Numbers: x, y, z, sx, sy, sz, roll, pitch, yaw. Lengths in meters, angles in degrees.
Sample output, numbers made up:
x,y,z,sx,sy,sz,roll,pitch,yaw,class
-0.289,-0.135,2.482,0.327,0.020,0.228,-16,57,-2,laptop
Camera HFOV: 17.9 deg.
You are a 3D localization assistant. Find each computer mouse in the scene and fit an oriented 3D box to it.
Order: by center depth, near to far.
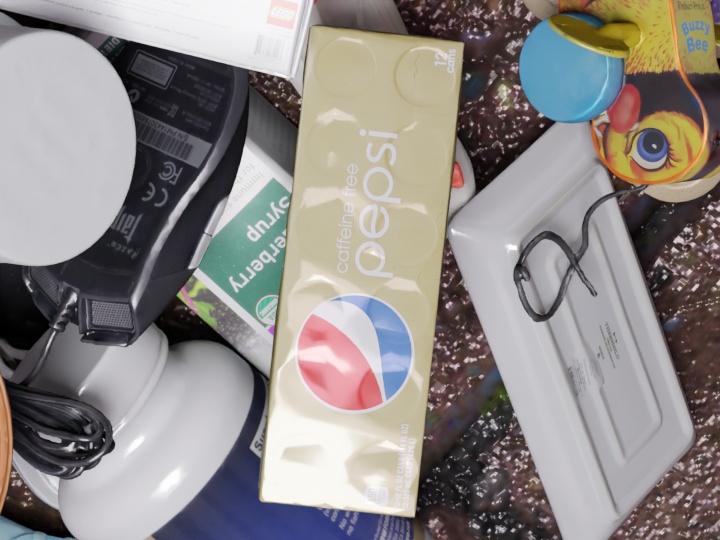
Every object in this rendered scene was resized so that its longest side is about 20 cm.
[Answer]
x,y,z,sx,sy,sz,roll,pitch,yaw,class
-0.125,-0.018,0.988,0.140,0.046,0.200,19,84,28,computer mouse

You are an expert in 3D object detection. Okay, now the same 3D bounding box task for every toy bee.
x,y,z,sx,sy,sz,roll,pitch,yaw,class
0.132,-0.081,0.983,0.109,0.131,0.200,8,122,36,toy bee

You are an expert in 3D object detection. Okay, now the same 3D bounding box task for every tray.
x,y,z,sx,sy,sz,roll,pitch,yaw,class
0.109,0.033,1.074,0.107,0.022,0.200,-41,123,-32,tray

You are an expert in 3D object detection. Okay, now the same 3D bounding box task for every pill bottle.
x,y,z,sx,sy,sz,roll,pitch,yaw,class
-0.190,-0.058,0.941,0.109,0.200,0.110,-8,102,-45,pill bottle
-0.067,0.103,1.050,0.111,0.111,0.200,-41,114,13,pill bottle

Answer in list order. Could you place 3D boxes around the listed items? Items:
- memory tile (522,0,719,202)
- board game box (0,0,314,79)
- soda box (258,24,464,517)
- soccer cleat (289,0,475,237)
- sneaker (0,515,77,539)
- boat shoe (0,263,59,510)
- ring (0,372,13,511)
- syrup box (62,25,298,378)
x,y,z,sx,sy,sz,roll,pitch,yaw,class
0.150,-0.140,1.032,0.153,0.017,0.200,-31,108,10,memory tile
-0.108,-0.162,0.917,0.199,0.035,0.127,14,108,-2,board game box
0.000,0.000,0.971,0.068,0.064,0.201,6,90,-2,soda box
-0.008,-0.103,1.044,0.069,0.078,0.200,-26,90,2,soccer cleat
-0.116,0.156,1.146,0.200,0.074,0.082,31,76,-7,sneaker
-0.153,0.033,1.088,0.073,0.065,0.200,-11,111,2,boat shoe
-0.238,0.067,0.908,0.200,0.019,0.201,-1,111,-1,ring
-0.066,-0.037,1.057,0.079,0.081,0.200,-43,105,14,syrup box
